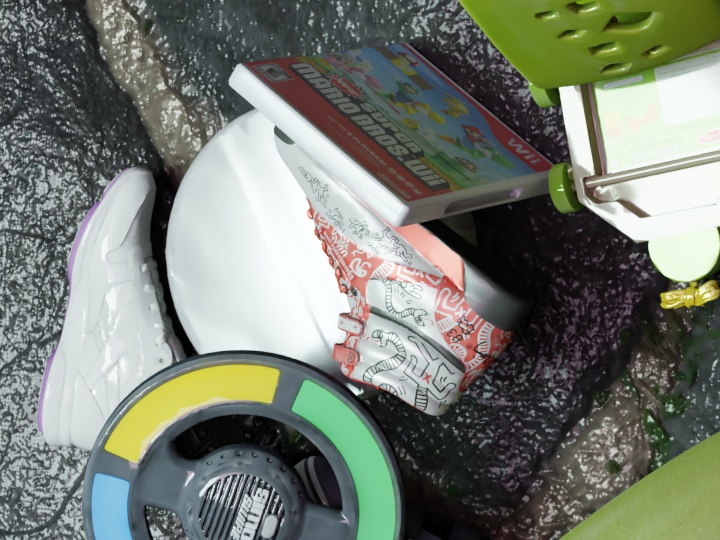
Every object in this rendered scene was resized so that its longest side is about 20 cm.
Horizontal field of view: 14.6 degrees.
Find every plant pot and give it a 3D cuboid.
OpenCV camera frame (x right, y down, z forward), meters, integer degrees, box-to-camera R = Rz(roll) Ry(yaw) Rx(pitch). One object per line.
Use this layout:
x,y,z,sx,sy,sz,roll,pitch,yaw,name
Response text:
0.163,-0.231,1.639,0.181,0.200,0.199,-2,74,21,plant pot
0.208,0.188,1.674,0.187,0.187,0.200,43,98,19,plant pot

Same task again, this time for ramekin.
-0.016,-0.011,1.814,0.202,0.094,0.203,2,93,28,ramekin

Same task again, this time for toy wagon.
0.190,-0.076,1.736,0.155,0.040,0.200,-12,88,28,toy wagon

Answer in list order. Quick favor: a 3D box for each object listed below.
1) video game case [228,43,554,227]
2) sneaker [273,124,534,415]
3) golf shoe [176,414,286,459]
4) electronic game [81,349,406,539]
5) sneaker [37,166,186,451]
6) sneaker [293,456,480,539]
0.025,-0.086,1.729,0.143,0.200,0.017,41,116,20,video game case
0.000,0.000,1.716,0.201,0.067,0.108,40,106,16,sneaker
-0.086,0.135,1.819,0.094,0.200,0.078,5,50,44,golf shoe
-0.071,0.146,1.727,0.200,0.042,0.200,1,103,2,electronic game
-0.154,0.030,1.913,0.100,0.075,0.200,14,99,7,sneaker
0.041,0.184,1.791,0.079,0.078,0.200,-36,101,12,sneaker
